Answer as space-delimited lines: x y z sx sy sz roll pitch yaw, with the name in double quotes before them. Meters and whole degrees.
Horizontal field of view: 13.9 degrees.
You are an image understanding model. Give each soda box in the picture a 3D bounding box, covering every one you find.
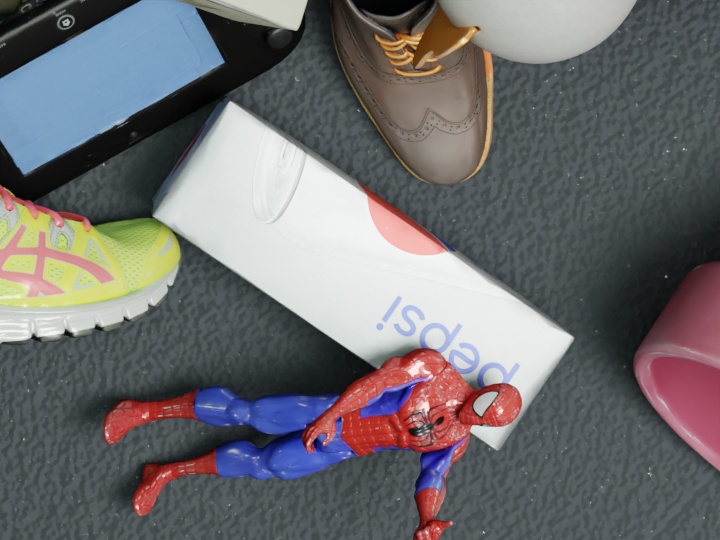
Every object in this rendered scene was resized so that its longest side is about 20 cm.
"soda box" 0.000 0.000 1.392 0.200 0.063 0.068 35 92 -6

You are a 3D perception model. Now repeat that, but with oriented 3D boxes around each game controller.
"game controller" -0.123 -0.094 1.364 0.200 0.104 0.042 -30 59 -1

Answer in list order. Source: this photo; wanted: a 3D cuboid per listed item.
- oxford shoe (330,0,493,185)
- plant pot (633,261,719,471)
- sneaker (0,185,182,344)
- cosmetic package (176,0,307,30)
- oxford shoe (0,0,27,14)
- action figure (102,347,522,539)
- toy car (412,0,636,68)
"oxford shoe" 0.016 -0.113 1.351 0.071 0.073 0.200 -14 123 10
"plant pot" 0.256 0.025 1.358 0.200 0.200 0.179 37 78 -6
"sneaker" -0.168 -0.013 1.342 0.200 0.078 0.091 -10 100 -36
"cosmetic package" -0.053 -0.215 1.275 0.105 0.071 0.201 16 91 -32
"oxford shoe" -0.151 -0.215 1.359 0.075 0.070 0.201 14 94 -1
"action figure" -0.024 0.087 1.346 0.199 0.099 0.065 -11 118 19
"toy car" 0.097 -0.158 1.265 0.200 0.177 0.184 -32 112 21
